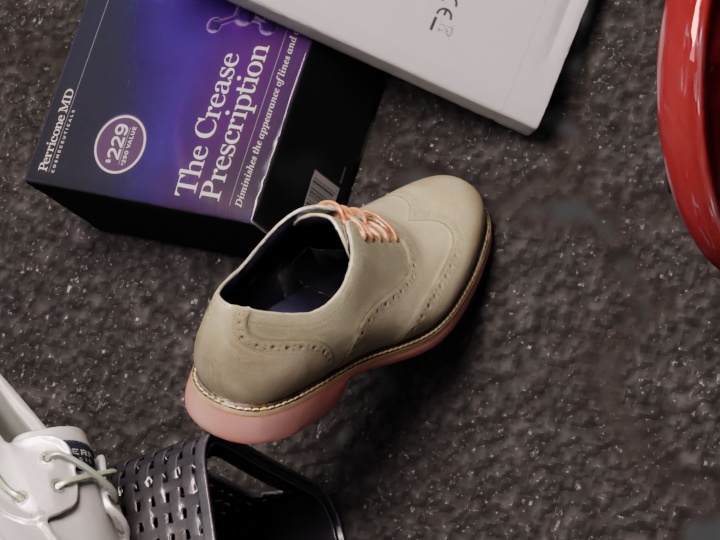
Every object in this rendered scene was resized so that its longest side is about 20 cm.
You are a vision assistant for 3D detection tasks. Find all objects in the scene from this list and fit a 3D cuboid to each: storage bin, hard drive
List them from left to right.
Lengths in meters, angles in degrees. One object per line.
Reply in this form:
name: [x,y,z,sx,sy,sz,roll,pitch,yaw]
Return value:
storage bin: [-0.064,0.186,1.035,0.093,0.135,0.201,-20,63,20]
hard drive: [0.014,-0.164,1.122,0.199,0.027,0.132,24,78,-6]

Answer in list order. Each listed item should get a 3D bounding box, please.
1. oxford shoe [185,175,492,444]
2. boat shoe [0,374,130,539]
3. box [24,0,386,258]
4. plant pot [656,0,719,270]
oxford shoe: [0.000,0.000,1.056,0.071,0.074,0.200,24,40,22]
boat shoe: [-0.134,0.093,0.981,0.200,0.074,0.067,36,92,34]
box: [-0.063,-0.114,1.186,0.141,0.079,0.201,10,76,33]
plant pot: [0.225,-0.079,0.949,0.182,0.200,0.201,5,74,31]
